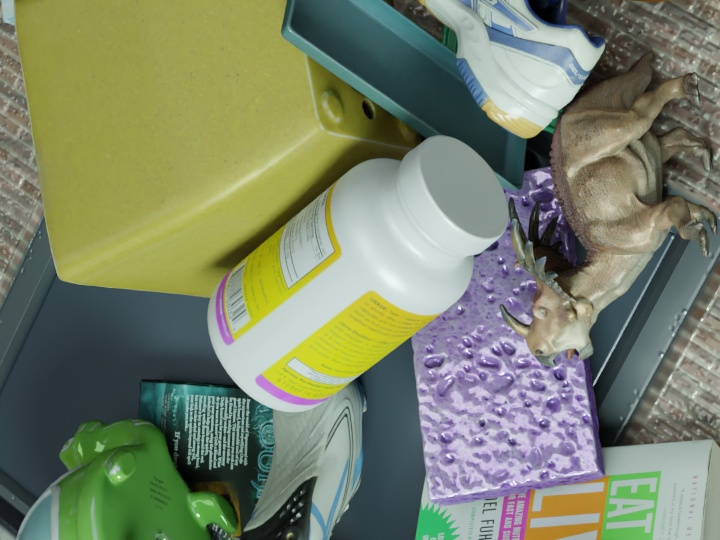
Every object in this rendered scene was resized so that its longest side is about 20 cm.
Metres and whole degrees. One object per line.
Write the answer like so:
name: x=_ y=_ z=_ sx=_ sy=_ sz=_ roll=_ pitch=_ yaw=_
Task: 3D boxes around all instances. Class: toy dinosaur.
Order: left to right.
toy dinosaur: x=0.147 y=-0.052 z=1.318 sx=0.134 sy=0.086 sz=0.202 roll=-5 pitch=69 yaw=14

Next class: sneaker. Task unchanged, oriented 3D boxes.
sneaker: x=-0.034 y=0.154 z=1.407 sx=0.072 sy=0.072 sz=0.201 roll=-10 pitch=55 yaw=40
sneaker: x=0.089 y=-0.179 z=1.358 sx=0.088 sy=0.075 sz=0.201 roll=-43 pitch=58 yaw=22

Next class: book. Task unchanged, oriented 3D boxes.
book: x=0.128 y=0.177 z=1.347 sx=0.199 sy=0.048 sz=0.134 roll=-8 pitch=55 yaw=28

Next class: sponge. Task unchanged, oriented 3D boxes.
sponge: x=0.088 y=0.042 z=1.365 sx=0.111 sy=0.030 sz=0.202 roll=-10 pitch=75 yaw=14

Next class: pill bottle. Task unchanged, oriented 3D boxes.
pill bottle: x=0.000 y=0.000 z=1.330 sx=0.200 sy=0.104 sz=0.105 roll=-38 pitch=70 yaw=37

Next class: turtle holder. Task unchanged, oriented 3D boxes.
turtle holder: x=-0.174 y=0.185 z=1.450 sx=0.131 sy=0.141 sz=0.187 roll=-28 pitch=76 yaw=27

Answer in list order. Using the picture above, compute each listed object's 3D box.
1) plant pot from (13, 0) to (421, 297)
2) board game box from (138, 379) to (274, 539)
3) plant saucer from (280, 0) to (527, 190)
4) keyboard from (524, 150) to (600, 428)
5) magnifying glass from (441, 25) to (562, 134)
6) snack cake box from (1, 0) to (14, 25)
plant pot: x=-0.077 y=-0.105 z=1.390 sx=0.199 sy=0.194 sz=0.197 roll=-19 pitch=75 yaw=33
board game box: x=-0.098 y=0.180 z=1.504 sx=0.134 sy=0.028 sz=0.202 roll=3 pitch=89 yaw=29
plant saucer: x=0.029 y=-0.121 z=1.329 sx=0.019 sy=0.199 sz=0.070 roll=-28 pitch=41 yaw=42
keyboard: x=0.088 y=0.027 z=1.407 sx=0.103 sy=0.040 sz=0.202 roll=-14 pitch=75 yaw=9
magnifying glass: x=0.127 y=-0.106 z=1.395 sx=0.080 sy=0.022 sz=0.200 roll=-48 pitch=66 yaw=19
snack cake box: x=-0.139 y=-0.211 z=1.492 sx=0.199 sy=0.115 sz=0.068 roll=-9 pitch=83 yaw=29
